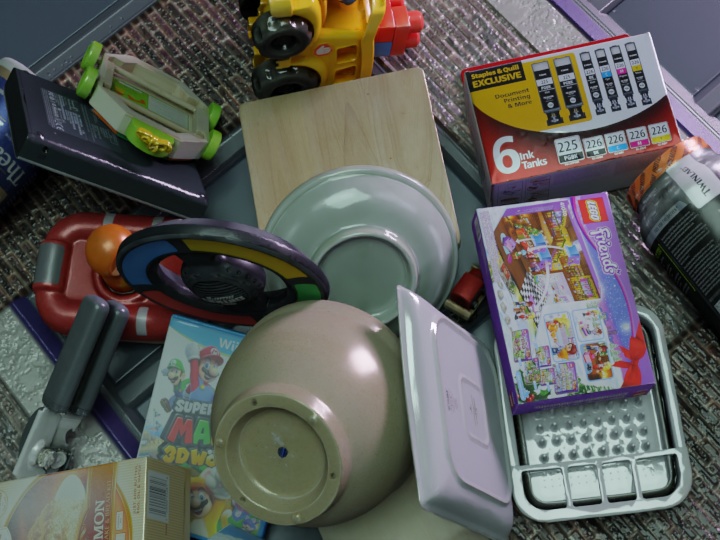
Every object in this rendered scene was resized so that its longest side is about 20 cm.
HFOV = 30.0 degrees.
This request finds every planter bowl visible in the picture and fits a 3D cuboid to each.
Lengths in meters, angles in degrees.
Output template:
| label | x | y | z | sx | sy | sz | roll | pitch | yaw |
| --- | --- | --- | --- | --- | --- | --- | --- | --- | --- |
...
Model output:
| label | x | y | z | sx | sy | sz | roll | pitch | yaw |
| --- | --- | --- | --- | --- | --- | --- | --- | --- | --- |
| planter bowl | -0.052 | 0.142 | 1.181 | 0.197 | 0.135 | 0.203 | 5 | 107 | 18 |

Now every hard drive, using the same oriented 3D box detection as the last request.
| label | x | y | z | sx | sy | sz | roll | pitch | yaw |
| --- | --- | --- | --- | --- | --- | --- | --- | --- | --- |
| hard drive | -0.254 | -0.126 | 1.345 | 0.033 | 0.198 | 0.140 | -56 | 35 | 22 |

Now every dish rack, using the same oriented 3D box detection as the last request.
| label | x | y | z | sx | sy | sz | roll | pitch | yaw |
| --- | --- | --- | --- | --- | --- | --- | --- | --- | --- |
| dish rack | 0.221 | 0.140 | 1.300 | 0.169 | 0.044 | 0.203 | -7 | 70 | 3 |

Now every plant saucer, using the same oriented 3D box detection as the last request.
| label | x | y | z | sx | sy | sz | roll | pitch | yaw |
| --- | --- | --- | --- | --- | --- | --- | --- | --- | --- |
| plant saucer | 0.000 | 0.000 | 1.295 | 0.197 | 0.203 | 0.050 | -11 | 29 | 0 |

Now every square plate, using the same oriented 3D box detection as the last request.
| label | x | y | z | sx | sy | sz | roll | pitch | yaw |
| --- | --- | --- | --- | --- | --- | --- | --- | --- | --- |
| square plate | 0.092 | 0.132 | 1.217 | 0.028 | 0.198 | 0.203 | -16 | 65 | 22 |

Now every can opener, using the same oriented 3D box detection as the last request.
| label | x | y | z | sx | sy | sz | roll | pitch | yaw |
| --- | --- | --- | --- | --- | --- | --- | --- | --- | --- |
| can opener | -0.288 | 0.116 | 1.302 | 0.066 | 0.052 | 0.202 | 31 | 99 | 38 |

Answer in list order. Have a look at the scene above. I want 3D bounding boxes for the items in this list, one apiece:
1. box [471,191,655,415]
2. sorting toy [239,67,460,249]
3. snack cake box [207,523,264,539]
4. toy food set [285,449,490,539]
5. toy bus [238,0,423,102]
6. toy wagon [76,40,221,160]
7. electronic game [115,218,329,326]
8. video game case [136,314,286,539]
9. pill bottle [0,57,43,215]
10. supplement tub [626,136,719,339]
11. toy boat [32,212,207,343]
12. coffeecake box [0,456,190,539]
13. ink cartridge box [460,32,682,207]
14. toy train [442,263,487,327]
| label | x | y | z | sx | sy | sz | roll | pitch | yaw |
| --- | --- | --- | --- | --- | --- | --- | --- | --- | --- |
| box | 0.193 | 0.030 | 1.293 | 0.135 | 0.039 | 0.203 | -7 | 68 | -7 |
| sorting toy | -0.011 | -0.088 | 1.388 | 0.196 | 0.070 | 0.203 | -11 | 70 | 0 |
| snack cake box | -0.061 | 0.328 | 1.221 | 0.198 | 0.067 | 0.117 | 22 | 97 | 12 |
| toy food set | 0.025 | 0.209 | 1.289 | 0.142 | 0.060 | 0.202 | -29 | 68 | 6 |
| toy bus | -0.028 | -0.269 | 1.394 | 0.189 | 0.201 | 0.138 | -7 | 66 | -6 |
| toy wagon | -0.217 | -0.162 | 1.376 | 0.154 | 0.201 | 0.040 | 26 | 115 | -20 |
| electronic game | -0.126 | 0.007 | 1.228 | 0.197 | 0.201 | 0.042 | 5 | 66 | 6 |
| video game case | -0.140 | 0.158 | 1.299 | 0.141 | 0.018 | 0.203 | 15 | 91 | 10 |
| pill bottle | -0.399 | -0.115 | 1.405 | 0.110 | 0.111 | 0.201 | 36 | 76 | 16 |
| supplement tub | 0.356 | -0.024 | 1.308 | 0.122 | 0.123 | 0.201 | -33 | 71 | -8 |
| toy boat | -0.237 | -0.004 | 1.342 | 0.197 | 0.131 | 0.132 | 3 | 70 | 6 |
| coffeecake box | -0.256 | 0.266 | 1.235 | 0.198 | 0.073 | 0.156 | -13 | 67 | 27 |
| ink cartridge box | 0.211 | -0.170 | 1.393 | 0.197 | 0.084 | 0.178 | -12 | 69 | 0 |
| toy train | 0.108 | 0.024 | 1.330 | 0.034 | 0.046 | 0.201 | 32 | 63 | 14 |
